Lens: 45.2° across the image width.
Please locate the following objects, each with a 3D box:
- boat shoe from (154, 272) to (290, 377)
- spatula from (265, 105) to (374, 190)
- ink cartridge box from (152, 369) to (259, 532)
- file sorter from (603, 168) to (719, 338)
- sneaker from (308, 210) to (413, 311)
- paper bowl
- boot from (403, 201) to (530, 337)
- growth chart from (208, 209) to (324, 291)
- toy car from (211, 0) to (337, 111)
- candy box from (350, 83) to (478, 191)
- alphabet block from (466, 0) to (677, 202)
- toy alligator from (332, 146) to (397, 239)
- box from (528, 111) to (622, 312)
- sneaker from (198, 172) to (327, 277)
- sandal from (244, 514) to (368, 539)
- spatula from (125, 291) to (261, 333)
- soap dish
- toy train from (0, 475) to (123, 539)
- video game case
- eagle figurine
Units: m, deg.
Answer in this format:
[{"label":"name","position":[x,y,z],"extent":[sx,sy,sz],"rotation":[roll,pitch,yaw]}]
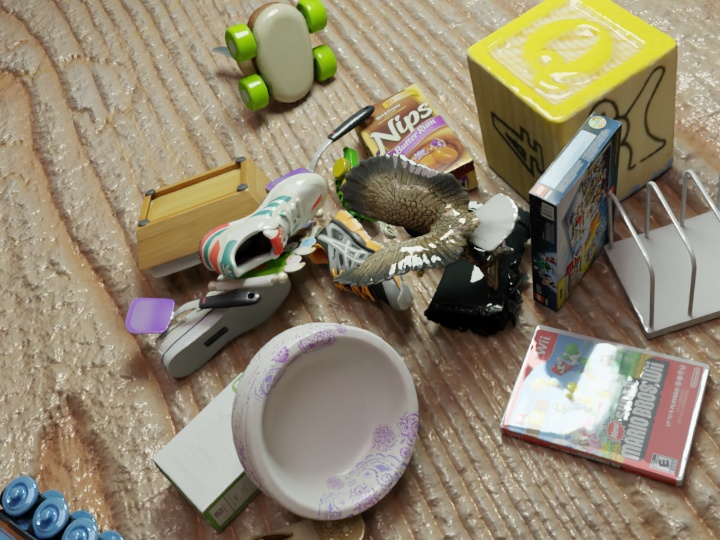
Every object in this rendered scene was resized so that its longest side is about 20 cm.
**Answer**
[{"label":"boat shoe","position":[-0.185,0.055,1.143],"extent":[0.199,0.071,0.070],"rotation":[-39,53,-6]},{"label":"spatula","position":[-0.051,-0.173,1.238],"extent":[0.200,0.021,0.056],"rotation":[-46,38,-14]},{"label":"ink cartridge box","position":[-0.134,0.193,1.018],"extent":[0.103,0.060,0.200],"rotation":[33,67,35]},{"label":"file sorter","position":[0.398,-0.039,0.991],"extent":[0.197,0.125,0.140],"rotation":[-17,49,3]},{"label":"sneaker","position":[0.000,0.000,1.125],"extent":[0.077,0.079,0.200],"rotation":[-35,41,-9]},{"label":"paper bowl","position":[-0.044,0.158,0.940],"extent":[0.201,0.202,0.104],"rotation":[-44,19,-19]},{"label":"boot","position":[0.121,-0.007,1.095],"extent":[0.195,0.074,0.164],"rotation":[8,61,25]},{"label":"growth chart","position":[-0.119,-0.028,1.160],"extent":[0.143,0.018,0.201],"rotation":[-12,26,23]},{"label":"toy car","position":[-0.163,-0.374,1.436],"extent":[0.163,0.160,0.199],"rotation":[-28,36,-22]},{"label":"candy box","position":[0.074,-0.175,1.250],"extent":[0.115,0.057,0.201],"rotation":[-27,48,-3]},{"label":"alphabet block","position":[0.274,-0.209,1.117],"extent":[0.194,0.201,0.197],"rotation":[-33,50,-11]},{"label":"toy alligator","position":[-0.001,-0.097,1.215],"extent":[0.054,0.059,0.202],"rotation":[-51,42,28]},{"label":"box","position":[0.249,-0.063,1.007],"extent":[0.037,0.201,0.137],"rotation":[28,64,29]},{"label":"sneaker","position":[-0.107,-0.052,1.107],"extent":[0.199,0.071,0.093],"rotation":[-35,35,-21]},{"label":"sandal","position":[-0.097,0.299,0.915],"extent":[0.209,0.070,0.078],"rotation":[-23,49,-1]},{"label":"spatula","position":[-0.215,0.048,1.106],"extent":[0.197,0.021,0.057],"rotation":[-10,49,23]},{"label":"soap dish","position":[-0.221,-0.080,1.223],"extent":[0.197,0.082,0.158],"rotation":[-19,28,2]},{"label":"toy train","position":[-0.355,0.318,0.978],"extent":[0.198,0.087,0.115],"rotation":[22,70,28]},{"label":"video game case","position":[0.270,0.143,0.957],"extent":[0.197,0.018,0.144],"rotation":[12,58,26]},{"label":"eagle figurine","position":[0.075,-0.041,1.002],"extent":[0.197,0.153,0.152],"rotation":[13,18,-13]}]
